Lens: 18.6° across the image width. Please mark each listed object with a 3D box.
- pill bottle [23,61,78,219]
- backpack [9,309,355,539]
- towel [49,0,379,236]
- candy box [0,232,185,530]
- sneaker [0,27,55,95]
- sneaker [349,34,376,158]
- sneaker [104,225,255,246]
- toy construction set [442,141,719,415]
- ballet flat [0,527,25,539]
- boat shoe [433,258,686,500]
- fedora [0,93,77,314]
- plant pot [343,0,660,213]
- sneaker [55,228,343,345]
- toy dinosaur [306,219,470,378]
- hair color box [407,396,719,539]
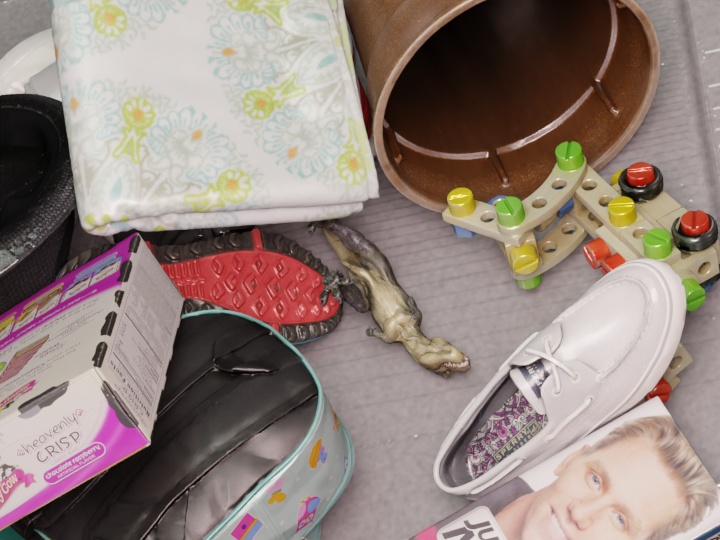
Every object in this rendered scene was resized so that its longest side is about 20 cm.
[{"bbox_3d":[-0.272,-0.057,1.579,0.200,0.120,0.120,-34,55,0],"label":"pill bottle"},{"bbox_3d":[-0.103,0.131,1.389,0.200,0.153,0.176,-49,49,-10],"label":"backpack"},{"bbox_3d":[-0.095,-0.112,1.437,0.200,0.048,0.171,-5,66,-18],"label":"towel"},{"bbox_3d":[-0.185,0.069,1.331,0.136,0.061,0.200,-30,19,15],"label":"candy box"},{"bbox_3d":[-0.201,-0.141,1.641,0.200,0.073,0.085,-34,53,-6],"label":"sneaker"},{"bbox_3d":[-0.041,-0.176,1.577,0.078,0.116,0.200,-26,58,-9],"label":"sneaker"},{"bbox_3d":[-0.097,-0.073,1.535,0.099,0.071,0.200,42,114,26],"label":"sneaker"},{"bbox_3d":[0.156,-0.004,1.423,0.131,0.092,0.200,-28,58,-13],"label":"toy construction set"},{"bbox_3d":[-0.226,0.129,1.497,0.200,0.067,0.067,-46,35,-15],"label":"ballet flat"},{"bbox_3d":[0.117,0.069,1.351,0.200,0.068,0.072,-44,65,28],"label":"boat shoe"},{"bbox_3d":[-0.253,-0.024,1.465,0.200,0.092,0.201,-11,44,11],"label":"fedora"},{"bbox_3d":[0.075,-0.175,1.508,0.200,0.200,0.198,-26,47,2],"label":"plant pot"},{"bbox_3d":[-0.113,0.019,1.500,0.200,0.096,0.079,4,74,-15],"label":"sneaker"},{"bbox_3d":[0.000,0.000,1.480,0.047,0.088,0.200,-42,53,12],"label":"toy dinosaur"},{"bbox_3d":[0.124,0.173,1.344,0.200,0.061,0.100,-30,55,-2],"label":"hair color box"}]
